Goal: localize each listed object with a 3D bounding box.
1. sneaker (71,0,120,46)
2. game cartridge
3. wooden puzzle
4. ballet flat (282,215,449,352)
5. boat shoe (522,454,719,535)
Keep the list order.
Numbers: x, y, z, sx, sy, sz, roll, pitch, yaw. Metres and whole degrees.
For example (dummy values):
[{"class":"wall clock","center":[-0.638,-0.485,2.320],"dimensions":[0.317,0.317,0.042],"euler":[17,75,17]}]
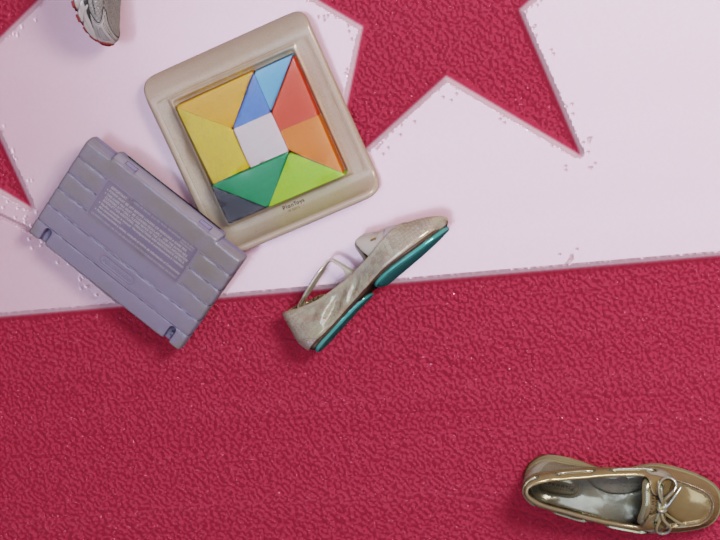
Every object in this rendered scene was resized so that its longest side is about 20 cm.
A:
[{"class":"sneaker","center":[-0.241,-0.321,1.725],"dimensions":[0.082,0.078,0.201],"euler":[7,101,5]},{"class":"game cartridge","center":[-0.225,-0.030,1.784],"dimensions":[0.200,0.038,0.130],"euler":[38,108,2]},{"class":"wooden puzzle","center":[-0.101,-0.134,1.758],"dimensions":[0.185,0.037,0.201],"euler":[-22,96,11]},{"class":"ballet flat","center":[0.000,0.000,1.755],"dimensions":[0.200,0.067,0.062],"euler":[-43,82,12]},{"class":"boat shoe","center":[0.262,0.228,1.757],"dimensions":[0.200,0.063,0.073],"euler":[11,101,6]}]
